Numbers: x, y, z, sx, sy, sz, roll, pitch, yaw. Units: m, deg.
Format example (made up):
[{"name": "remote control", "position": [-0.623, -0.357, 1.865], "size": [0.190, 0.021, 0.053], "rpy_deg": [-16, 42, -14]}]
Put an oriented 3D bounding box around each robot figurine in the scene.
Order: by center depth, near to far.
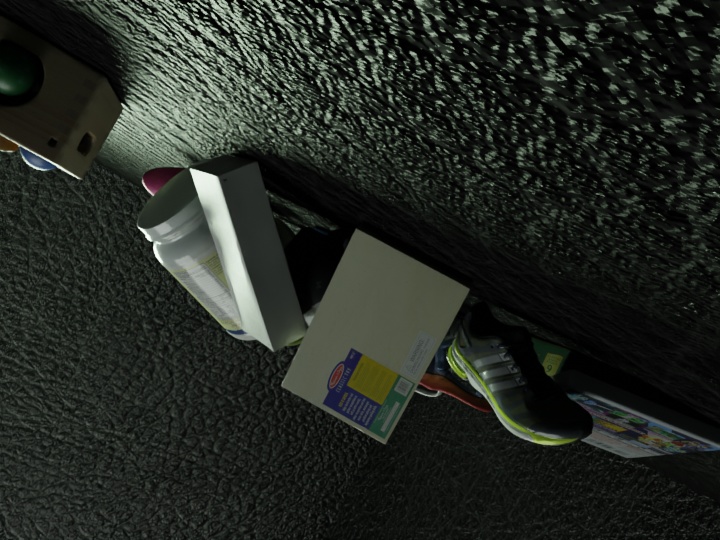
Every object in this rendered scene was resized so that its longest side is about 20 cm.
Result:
[{"name": "robot figurine", "position": [-0.002, 0.031, 0.831], "size": [0.199, 0.125, 0.150], "rpy_deg": [28, 179, 10]}]

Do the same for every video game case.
[{"name": "video game case", "position": [0.284, 0.173, 0.840], "size": [0.199, 0.023, 0.182], "rpy_deg": [23, 158, -8]}]

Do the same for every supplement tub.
[{"name": "supplement tub", "position": [-0.165, -0.025, 0.901], "size": [0.200, 0.145, 0.145], "rpy_deg": [52, 163, -31]}]

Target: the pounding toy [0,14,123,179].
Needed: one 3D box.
[{"name": "pounding toy", "position": [-0.369, -0.173, 0.729], "size": [0.184, 0.143, 0.200], "rpy_deg": [29, 175, -11]}]

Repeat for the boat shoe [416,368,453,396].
[{"name": "boat shoe", "position": [0.040, 0.118, 1.046], "size": [0.199, 0.074, 0.065], "rpy_deg": [23, -158, 14]}]

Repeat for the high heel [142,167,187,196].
[{"name": "high heel", "position": [-0.220, -0.098, 1.037], "size": [0.199, 0.068, 0.096], "rpy_deg": [25, -174, -14]}]

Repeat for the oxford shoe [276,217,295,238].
[{"name": "oxford shoe", "position": [-0.125, -0.023, 1.068], "size": [0.058, 0.075, 0.200], "rpy_deg": [61, -176, -46]}]

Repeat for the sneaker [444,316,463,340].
[{"name": "sneaker", "position": [0.162, 0.101, 1.024], "size": [0.200, 0.075, 0.081], "rpy_deg": [25, 156, 46]}]

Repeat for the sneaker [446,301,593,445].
[{"name": "sneaker", "position": [0.164, 0.107, 0.759], "size": [0.074, 0.081, 0.200], "rpy_deg": [-17, -144, -30]}]

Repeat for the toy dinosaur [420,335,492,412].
[{"name": "toy dinosaur", "position": [0.086, 0.138, 0.960], "size": [0.182, 0.200, 0.105], "rpy_deg": [52, 172, 27]}]

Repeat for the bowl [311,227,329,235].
[{"name": "bowl", "position": [0.000, 0.000, 1.013], "size": [0.200, 0.039, 0.201], "rpy_deg": [28, 175, 3]}]

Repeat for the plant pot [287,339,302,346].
[{"name": "plant pot", "position": [-0.165, 0.019, 1.462], "size": [0.200, 0.200, 0.190], "rpy_deg": [32, -173, -37]}]

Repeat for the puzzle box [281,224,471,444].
[{"name": "puzzle box", "position": [0.013, 0.070, 0.758], "size": [0.133, 0.201, 0.025], "rpy_deg": [28, -163, 5]}]

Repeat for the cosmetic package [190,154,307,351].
[{"name": "cosmetic package", "position": [-0.118, -0.019, 0.773], "size": [0.082, 0.050, 0.201], "rpy_deg": [25, 134, 56]}]

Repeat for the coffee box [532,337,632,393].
[{"name": "coffee box", "position": [0.269, 0.142, 0.906], "size": [0.200, 0.044, 0.123], "rpy_deg": [31, 172, -31]}]
